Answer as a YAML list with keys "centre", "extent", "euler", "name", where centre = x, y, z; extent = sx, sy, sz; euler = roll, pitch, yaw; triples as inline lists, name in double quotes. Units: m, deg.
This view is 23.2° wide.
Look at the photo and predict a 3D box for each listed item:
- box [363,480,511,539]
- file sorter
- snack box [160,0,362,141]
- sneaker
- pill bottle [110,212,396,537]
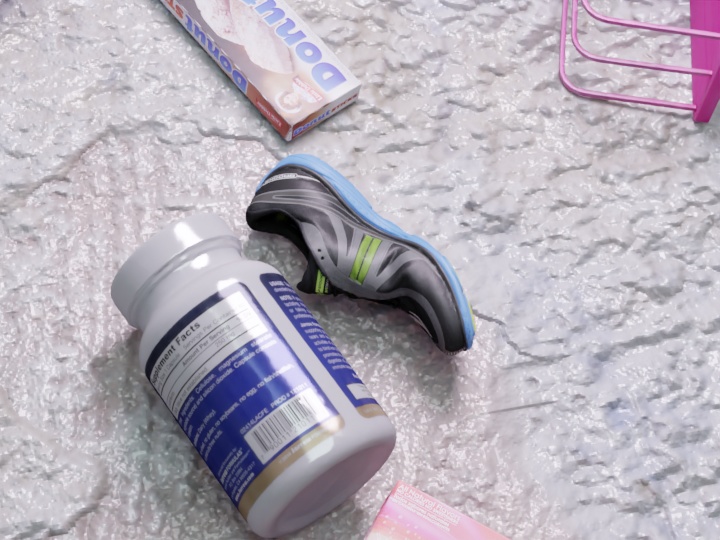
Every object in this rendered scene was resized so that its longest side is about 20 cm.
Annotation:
- centre: [0.082, 0.232, 1.105]
  extent: [0.199, 0.103, 0.095]
  euler: [27, 61, 7]
  name: "box"
- centre: [0.230, -0.232, 1.333]
  extent: [0.125, 0.200, 0.140]
  euler: [7, 60, -2]
  name: "file sorter"
- centre: [-0.090, -0.190, 1.355]
  extent: [0.072, 0.024, 0.200]
  euler: [-33, 71, -25]
  name: "snack box"
- centre: [0.000, 0.000, 1.244]
  extent: [0.199, 0.071, 0.083]
  euler: [38, 67, 18]
  name: "sneaker"
- centre: [-0.075, 0.066, 1.163]
  extent: [0.115, 0.116, 0.200]
  euler: [-29, 69, -22]
  name: "pill bottle"
